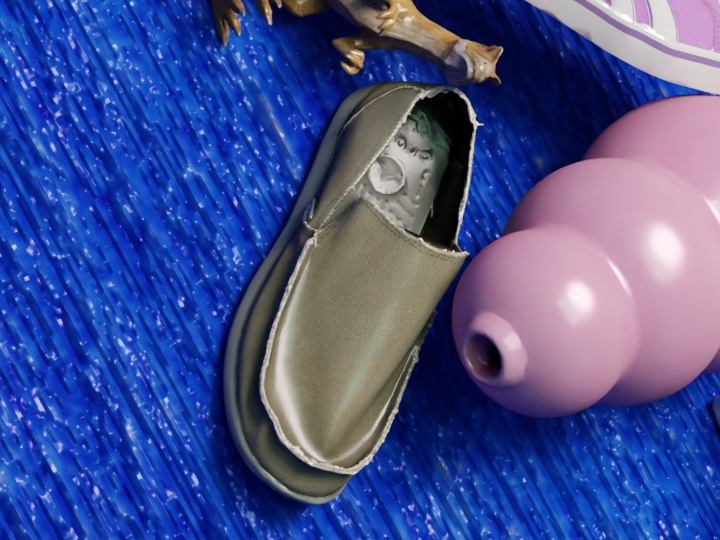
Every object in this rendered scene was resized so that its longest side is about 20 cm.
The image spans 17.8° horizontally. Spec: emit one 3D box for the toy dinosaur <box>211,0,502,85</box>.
[{"bbox_3d":[-0.014,-0.138,1.010,0.106,0.061,0.200,-17,61,-31],"label":"toy dinosaur"}]

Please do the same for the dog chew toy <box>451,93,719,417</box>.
[{"bbox_3d":[0.116,0.001,0.990,0.200,0.124,0.125,-26,89,-41],"label":"dog chew toy"}]

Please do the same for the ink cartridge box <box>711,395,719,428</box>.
[{"bbox_3d":[0.280,0.050,1.082,0.199,0.116,0.067,-19,85,-32],"label":"ink cartridge box"}]

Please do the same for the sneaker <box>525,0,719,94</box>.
[{"bbox_3d":[0.124,-0.155,0.988,0.200,0.114,0.073,24,26,-24],"label":"sneaker"}]

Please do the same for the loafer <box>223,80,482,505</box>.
[{"bbox_3d":[0.000,0.000,0.966,0.075,0.070,0.201,25,65,-21],"label":"loafer"}]
